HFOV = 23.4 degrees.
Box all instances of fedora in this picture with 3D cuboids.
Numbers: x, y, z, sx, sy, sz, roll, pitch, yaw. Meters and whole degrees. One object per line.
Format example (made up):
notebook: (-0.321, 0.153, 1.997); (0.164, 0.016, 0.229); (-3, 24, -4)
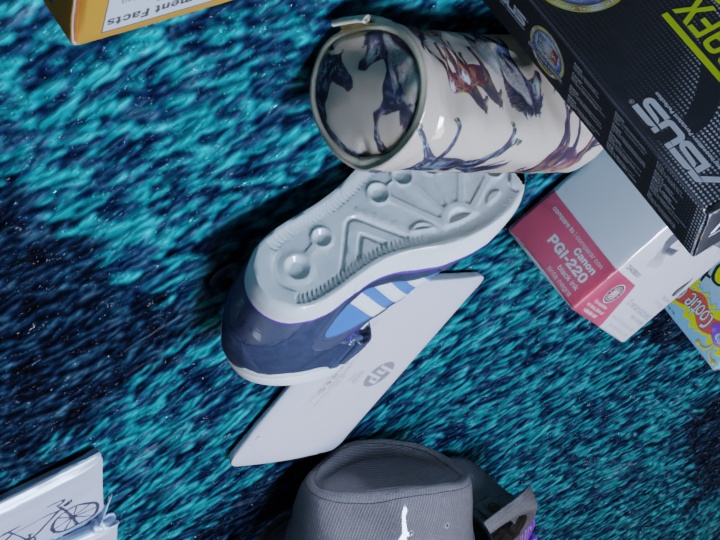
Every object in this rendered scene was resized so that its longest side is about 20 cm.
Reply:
fedora: (0.013, 0.193, 1.371); (0.198, 0.177, 0.091); (-5, 114, -22)
fedora: (0.062, 0.233, 1.530); (0.199, 0.090, 0.177); (-28, 159, -38)

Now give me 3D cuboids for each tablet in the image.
tablet: (-0.002, 0.073, 1.270); (0.130, 0.014, 0.200); (-3, 140, -52)

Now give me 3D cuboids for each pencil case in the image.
pencil case: (0.059, -0.099, 0.966); (0.077, 0.090, 0.199); (-18, 171, 40)

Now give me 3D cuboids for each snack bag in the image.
snack bag: (-0.246, 0.204, 1.169); (0.187, 0.021, 0.201); (-25, 153, -23)

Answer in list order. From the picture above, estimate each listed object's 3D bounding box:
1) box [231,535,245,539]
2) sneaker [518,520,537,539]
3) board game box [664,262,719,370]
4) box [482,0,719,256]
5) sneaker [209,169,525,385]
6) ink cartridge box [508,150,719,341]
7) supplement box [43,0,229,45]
box: (-0.074, 0.340, 1.427); (0.104, 0.148, 0.201); (-36, 139, -10)
sneaker: (0.149, 0.312, 1.831); (0.083, 0.081, 0.201); (-31, 155, -25)
board game box: (0.356, -0.020, 1.470); (0.103, 0.105, 0.200); (1, 136, -53)
box: (0.183, -0.126, 0.929); (0.159, 0.201, 0.044); (-27, 155, -17)
sneaker: (0.000, 0.000, 1.076); (0.199, 0.081, 0.147); (-29, 163, -25)
ink cartridge box: (0.225, -0.051, 1.265); (0.200, 0.085, 0.145); (-43, 156, 10)
supplement box: (-0.046, -0.161, 0.726); (0.199, 0.067, 0.069); (-20, 155, -31)
